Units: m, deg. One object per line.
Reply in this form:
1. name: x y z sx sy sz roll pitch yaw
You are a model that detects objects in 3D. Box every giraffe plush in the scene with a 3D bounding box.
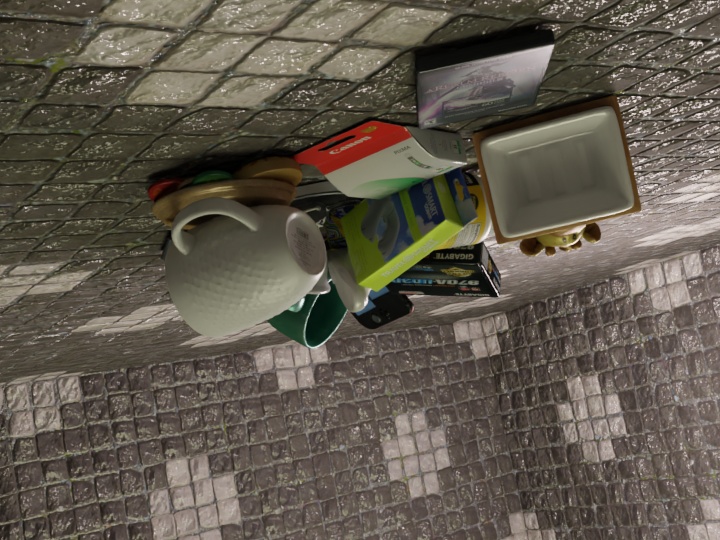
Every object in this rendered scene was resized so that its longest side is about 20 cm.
1. giraffe plush: 0.285 -0.108 1.472 0.171 0.164 0.200 -15 170 19

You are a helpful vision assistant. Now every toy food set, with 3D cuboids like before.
1. toy food set: -0.181 -0.097 1.295 0.196 0.049 0.200 -7 171 -17

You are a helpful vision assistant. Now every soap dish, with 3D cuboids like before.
1. soap dish: 0.266 -0.136 1.344 0.198 0.159 0.081 -13 -172 13

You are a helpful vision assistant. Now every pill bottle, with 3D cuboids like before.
1. pill bottle: 0.135 -0.092 1.540 0.198 0.115 0.114 -9 171 -21

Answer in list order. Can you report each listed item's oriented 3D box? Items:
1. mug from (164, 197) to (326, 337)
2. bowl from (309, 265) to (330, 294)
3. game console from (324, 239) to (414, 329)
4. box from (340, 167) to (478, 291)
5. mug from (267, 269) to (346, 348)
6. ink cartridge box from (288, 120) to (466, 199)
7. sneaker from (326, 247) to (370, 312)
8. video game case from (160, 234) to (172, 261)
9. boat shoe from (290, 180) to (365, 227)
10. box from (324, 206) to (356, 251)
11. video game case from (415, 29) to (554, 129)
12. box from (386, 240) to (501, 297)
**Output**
1. mug: -0.153 -0.022 1.254 0.174 0.149 0.200 -20 136 29
2. bowl: -0.133 -0.035 1.516 0.199 0.091 0.201 15 -173 -2
3. game console: -0.004 0.020 1.862 0.031 0.200 0.177 -44 -172 -27
4. box: 0.065 -0.073 1.412 0.200 0.123 0.047 -37 143 30
5. mug: -0.099 0.033 1.683 0.114 0.152 0.186 28 154 22
6. ink cartridge box: 0.022 -0.142 1.303 0.160 0.051 0.199 -19 171 38
7. sneaker: 0.000 0.000 1.516 0.088 0.076 0.200 -15 -159 -5
8. video game case: -0.235 0.015 1.616 0.199 0.019 0.143 36 161 -7
9. boat shoe: -0.079 -0.087 1.442 0.198 0.068 0.072 -9 171 -21
10. box: -0.025 -0.068 1.623 0.064 0.071 0.200 -12 171 0
11. video game case: 0.132 -0.206 1.089 0.141 0.019 0.200 -12 172 2
12. box: 0.127 -0.004 1.674 0.198 0.046 0.159 2 159 20
